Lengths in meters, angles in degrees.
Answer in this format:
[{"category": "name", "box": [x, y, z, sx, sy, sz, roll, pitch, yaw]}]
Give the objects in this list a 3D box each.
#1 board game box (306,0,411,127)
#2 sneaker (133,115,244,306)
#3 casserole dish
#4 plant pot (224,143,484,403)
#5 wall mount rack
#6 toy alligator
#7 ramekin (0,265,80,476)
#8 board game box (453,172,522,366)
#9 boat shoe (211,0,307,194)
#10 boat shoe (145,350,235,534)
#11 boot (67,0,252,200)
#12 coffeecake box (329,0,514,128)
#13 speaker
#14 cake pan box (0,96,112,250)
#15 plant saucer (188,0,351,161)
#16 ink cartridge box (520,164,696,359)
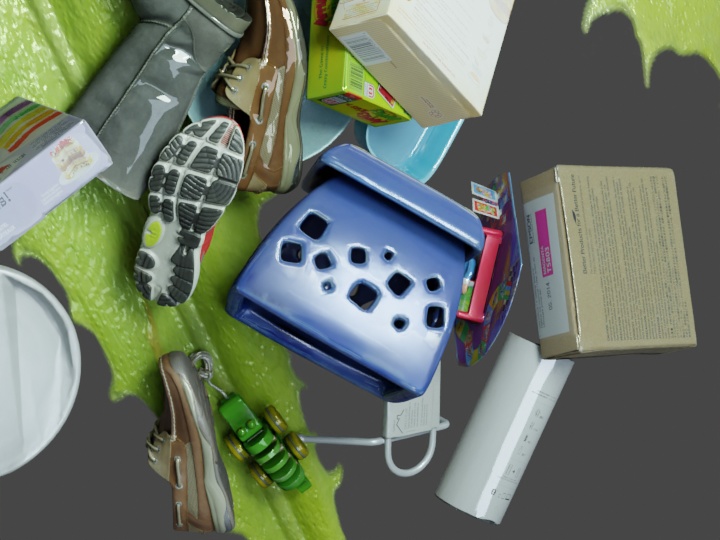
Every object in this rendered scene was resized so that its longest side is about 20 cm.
[{"category": "board game box", "box": [0.004, -0.245, 1.506, 0.102, 0.048, 0.200, 17, 71, -49]}, {"category": "sneaker", "box": [-0.159, -0.064, 1.482, 0.077, 0.085, 0.200, 24, 119, -5]}, {"category": "casserole dish", "box": [0.058, -0.179, 1.603, 0.121, 0.039, 0.200, 36, 78, -46]}, {"category": "plant pot", "box": [0.000, 0.000, 1.517, 0.200, 0.200, 0.180, 28, 80, -4]}, {"category": "wall mount rack", "box": [0.013, 0.115, 1.660, 0.174, 0.075, 0.200, -8, 108, -32]}, {"category": "toy alligator", "box": [-0.106, 0.163, 1.604, 0.059, 0.054, 0.200, -37, 117, 0]}, {"category": "ramekin", "box": [-0.356, 0.081, 1.419, 0.202, 0.094, 0.203, -8, 107, -27]}, {"category": "board game box", "box": [0.107, -0.004, 1.614, 0.039, 0.200, 0.158, 14, 133, -15]}, {"category": "boat shoe", "box": [-0.095, -0.164, 1.469, 0.074, 0.076, 0.200, -8, 107, -24]}, {"category": "boat shoe", "box": [-0.174, 0.174, 1.562, 0.072, 0.076, 0.200, -11, 112, -1]}, {"category": "boot", "box": [-0.215, -0.190, 1.440, 0.182, 0.073, 0.200, 40, 108, 3]}, {"category": "coffeecake box", "box": [0.067, -0.261, 1.490, 0.154, 0.073, 0.200, 42, 54, -38]}, {"category": "speaker", "box": [0.158, 0.170, 1.750, 0.081, 0.081, 0.200, 24, 91, -33]}, {"category": "cake pan box", "box": [-0.324, -0.061, 1.346, 0.200, 0.184, 0.052, -40, 115, -14]}, {"category": "plant saucer", "box": [-0.087, -0.198, 1.529, 0.201, 0.039, 0.201, -8, 107, -28]}, {"category": "ink cartridge box", "box": [0.265, -0.008, 1.726, 0.165, 0.075, 0.200, 0, 80, -29]}]
